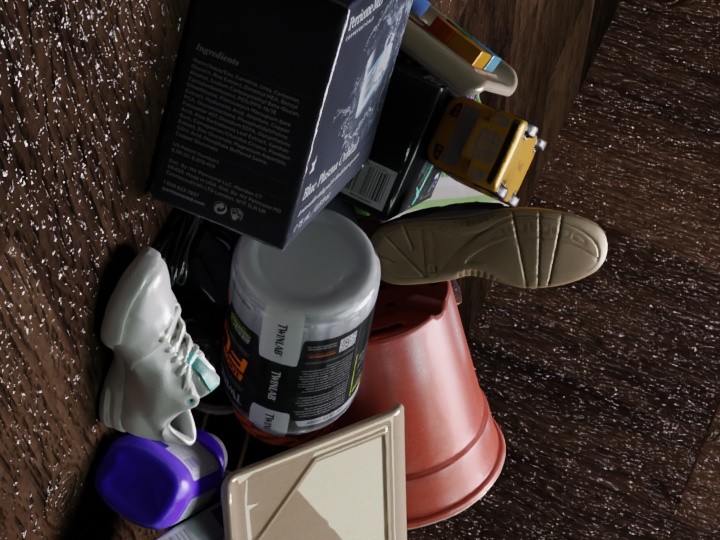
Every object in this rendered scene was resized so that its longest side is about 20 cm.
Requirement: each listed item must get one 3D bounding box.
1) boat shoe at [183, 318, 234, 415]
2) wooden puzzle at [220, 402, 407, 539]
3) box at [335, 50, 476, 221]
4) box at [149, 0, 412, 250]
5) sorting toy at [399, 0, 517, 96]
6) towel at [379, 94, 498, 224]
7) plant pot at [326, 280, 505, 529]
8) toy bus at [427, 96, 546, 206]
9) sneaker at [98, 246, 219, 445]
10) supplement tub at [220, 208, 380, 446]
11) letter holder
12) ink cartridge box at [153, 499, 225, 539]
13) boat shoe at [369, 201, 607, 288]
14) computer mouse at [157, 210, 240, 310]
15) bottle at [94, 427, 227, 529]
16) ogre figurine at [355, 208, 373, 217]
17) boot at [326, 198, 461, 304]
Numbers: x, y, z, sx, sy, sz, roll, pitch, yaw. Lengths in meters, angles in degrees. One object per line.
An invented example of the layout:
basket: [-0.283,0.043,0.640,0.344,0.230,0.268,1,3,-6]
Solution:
boat shoe: [-0.135,0.087,1.690,0.067,0.057,0.200,-57,169,-3]
wooden puzzle: [-0.040,0.223,1.700,0.199,0.037,0.187,-22,125,-32]
box: [0.004,-0.137,1.687,0.125,0.148,0.200,-66,172,13]
box: [-0.051,-0.153,1.467,0.197,0.117,0.201,-50,159,-60]
sorting toy: [0.052,-0.216,1.681,0.037,0.185,0.200,-53,173,14]
towel: [0.066,-0.112,1.893,0.023,0.151,0.202,-32,-112,55]
plant pot: [0.025,0.100,1.811,0.201,0.199,0.197,-56,144,-48]
toy bus: [0.107,-0.101,1.649,0.066,0.078,0.200,-64,171,2]
sneaker: [-0.148,0.062,1.495,0.201,0.088,0.075,99,18,-51]
supplement tub: [-0.053,0.051,1.625,0.201,0.122,0.123,101,15,-50]
letter holder: [-0.077,0.116,1.963,0.200,0.100,0.143,-44,152,-67]
ink cartridge box: [-0.195,0.273,1.673,0.200,0.041,0.199,-40,174,21]
boat shoe: [0.103,-0.027,1.624,0.065,0.198,0.073,-95,-178,-66]
computer mouse: [-0.127,0.004,1.600,0.200,0.046,0.141,94,20,-62]
bottle: [-0.161,0.171,1.673,0.066,0.083,0.200,-59,172,7]
ogre figurine: [-0.010,-0.073,1.950,0.201,0.098,0.120,-56,-165,29]
boot: [0.000,0.000,1.886,0.097,0.199,0.075,-43,-149,29]
